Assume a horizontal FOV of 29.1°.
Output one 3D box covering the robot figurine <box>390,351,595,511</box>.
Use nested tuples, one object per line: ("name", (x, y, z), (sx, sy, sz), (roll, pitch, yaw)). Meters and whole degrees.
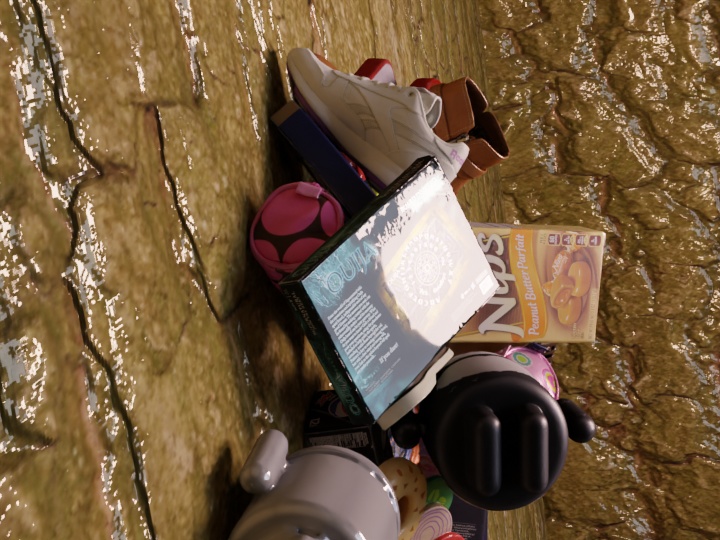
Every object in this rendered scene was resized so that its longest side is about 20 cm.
("robot figurine", (0.117, 0.140, 1.254), (0.150, 0.125, 0.200), (37, 3, -9))

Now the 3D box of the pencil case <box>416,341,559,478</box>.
("pencil case", (0.120, 0.149, 1.438), (0.200, 0.087, 0.088), (-43, -144, 46))

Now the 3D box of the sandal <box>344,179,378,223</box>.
("sandal", (0.000, 0.000, 1.375), (0.079, 0.087, 0.202), (10, 91, -44))

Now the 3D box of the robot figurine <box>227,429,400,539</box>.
("robot figurine", (-0.033, 0.198, 1.013), (0.171, 0.112, 0.200), (63, 15, -7))

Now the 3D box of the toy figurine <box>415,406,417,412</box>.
("toy figurine", (0.095, 0.162, 1.663), (0.150, 0.199, 0.185), (30, 67, -29))

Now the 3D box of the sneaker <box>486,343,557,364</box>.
("sneaker", (0.190, 0.079, 1.574), (0.075, 0.070, 0.202), (8, -78, 59))

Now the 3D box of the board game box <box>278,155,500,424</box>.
("board game box", (0.029, 0.012, 1.138), (0.200, 0.028, 0.136), (-43, 113, -39))

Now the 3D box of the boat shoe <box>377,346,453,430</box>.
("boat shoe", (0.035, 0.083, 1.242), (0.061, 0.072, 0.201), (48, 12, 0))

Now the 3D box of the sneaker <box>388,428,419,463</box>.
("sneaker", (0.020, 0.125, 1.415), (0.078, 0.075, 0.201), (43, 35, -48))

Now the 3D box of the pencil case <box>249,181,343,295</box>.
("pencil case", (-0.030, -0.005, 1.209), (0.094, 0.090, 0.200), (-61, 158, -13))

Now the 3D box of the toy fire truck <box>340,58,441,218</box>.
("toy fire truck", (0.020, -0.114, 1.492), (0.168, 0.111, 0.201), (-56, 141, -44))

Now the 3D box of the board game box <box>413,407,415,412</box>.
("board game box", (0.035, 0.175, 1.526), (0.159, 0.039, 0.201), (71, 17, -47))

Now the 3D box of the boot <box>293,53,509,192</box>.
("boot", (0.038, -0.152, 1.345), (0.201, 0.155, 0.077), (55, 41, -17))

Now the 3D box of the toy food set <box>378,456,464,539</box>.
("toy food set", (0.029, 0.272, 1.239), (0.198, 0.048, 0.201), (37, 69, -51))

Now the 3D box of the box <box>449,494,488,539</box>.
("box", (0.075, 0.335, 1.436), (0.200, 0.103, 0.149), (-72, 163, -62))

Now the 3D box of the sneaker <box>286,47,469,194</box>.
("sneaker", (0.015, -0.142, 1.264), (0.200, 0.100, 0.075), (46, 0, 16))

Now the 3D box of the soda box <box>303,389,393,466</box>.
("soda box", (0.002, 0.209, 1.299), (0.071, 0.063, 0.201), (-76, 158, -59))

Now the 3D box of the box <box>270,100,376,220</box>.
("box", (0.001, -0.055, 1.255), (0.200, 0.032, 0.121), (52, 0, 21))

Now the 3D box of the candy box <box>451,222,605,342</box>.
("candy box", (0.145, 0.012, 1.401), (0.055, 0.198, 0.117), (-161, -107, -66))

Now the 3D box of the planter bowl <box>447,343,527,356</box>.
("planter bowl", (0.099, 0.021, 1.527), (0.201, 0.199, 0.084), (68, 20, -53))
